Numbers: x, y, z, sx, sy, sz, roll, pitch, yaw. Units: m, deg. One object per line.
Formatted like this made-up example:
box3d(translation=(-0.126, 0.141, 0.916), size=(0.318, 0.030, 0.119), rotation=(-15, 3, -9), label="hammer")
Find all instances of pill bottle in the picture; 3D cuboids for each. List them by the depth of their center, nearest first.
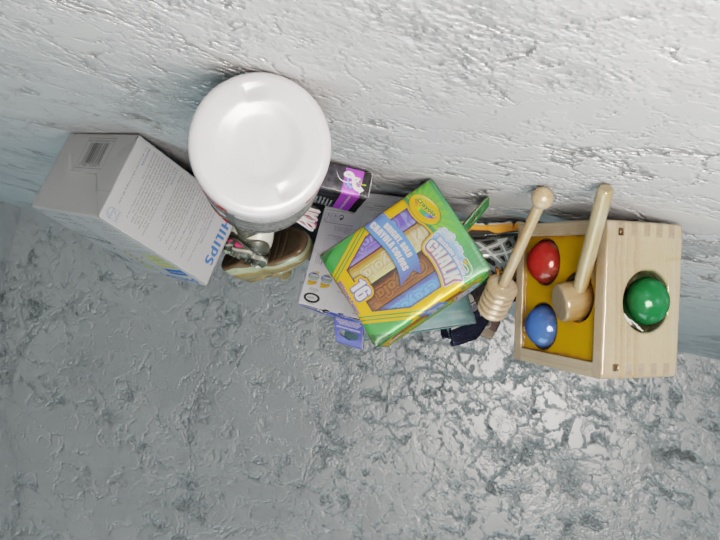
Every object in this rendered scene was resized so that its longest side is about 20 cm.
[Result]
box3d(translation=(-0.089, -0.093, 0.671), size=(0.112, 0.116, 0.200), rotation=(13, 175, -7), label="pill bottle")

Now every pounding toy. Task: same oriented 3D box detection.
box3d(translation=(0.244, 0.014, 0.793), size=(0.140, 0.187, 0.200), rotation=(2, -179, -22), label="pounding toy")

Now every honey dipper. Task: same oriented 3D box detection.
box3d(translation=(0.172, -0.016, 0.817), size=(0.037, 0.038, 0.201), rotation=(13, 140, -1), label="honey dipper")

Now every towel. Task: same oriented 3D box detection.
box3d(translation=(-0.145, -0.103, 1.051), size=(0.145, 0.030, 0.200), rotation=(15, -172, -20), label="towel")

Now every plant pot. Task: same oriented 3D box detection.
box3d(translation=(0.065, 0.027, 1.116), size=(0.197, 0.136, 0.200), rotation=(-8, 173, -1), label="plant pot")

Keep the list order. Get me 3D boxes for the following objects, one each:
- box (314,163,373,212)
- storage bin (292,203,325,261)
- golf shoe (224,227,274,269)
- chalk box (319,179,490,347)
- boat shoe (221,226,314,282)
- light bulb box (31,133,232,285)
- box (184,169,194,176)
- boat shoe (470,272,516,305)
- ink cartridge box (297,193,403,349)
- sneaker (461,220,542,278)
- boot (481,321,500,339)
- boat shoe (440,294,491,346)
box3d(translation=(-0.090, -0.117, 0.914), size=(0.197, 0.037, 0.143), rotation=(12, 177, -6), label="box")
box3d(translation=(-0.023, -0.033, 1.221), size=(0.133, 0.147, 0.199), rotation=(22, -177, 39), label="storage bin")
box3d(translation=(-0.194, -0.067, 1.149), size=(0.199, 0.089, 0.077), rotation=(22, 176, 43), label="golf shoe")
box3d(translation=(0.074, -0.014, 0.876), size=(0.199, 0.125, 0.125), rotation=(-33, 169, 5), label="chalk box")
box3d(translation=(-0.132, -0.017, 1.175), size=(0.199, 0.072, 0.076), rotation=(-6, 141, 47), label="boat shoe")
box3d(translation=(-0.319, -0.088, 1.071), size=(0.197, 0.126, 0.200), rotation=(11, 161, 41), label="light bulb box")
box3d(translation=(-0.216, -0.115, 1.265), size=(0.158, 0.045, 0.200), rotation=(14, 175, -1), label="box")
box3d(translation=(0.243, 0.016, 1.027), size=(0.197, 0.074, 0.075), rotation=(-9, 157, 1), label="boat shoe")
box3d(translation=(0.000, 0.000, 1.011), size=(0.135, 0.203, 0.076), rotation=(11, 172, 38), label="ink cartridge box")
box3d(translation=(0.173, -0.022, 0.975), size=(0.197, 0.078, 0.078), rotation=(-1, 172, 2), label="sneaker")
box3d(translation=(0.241, 0.049, 1.326), size=(0.197, 0.148, 0.070), rotation=(14, 176, -13), label="boot")
box3d(translation=(0.208, 0.051, 1.257), size=(0.198, 0.094, 0.075), rotation=(-22, -149, -19), label="boat shoe")
